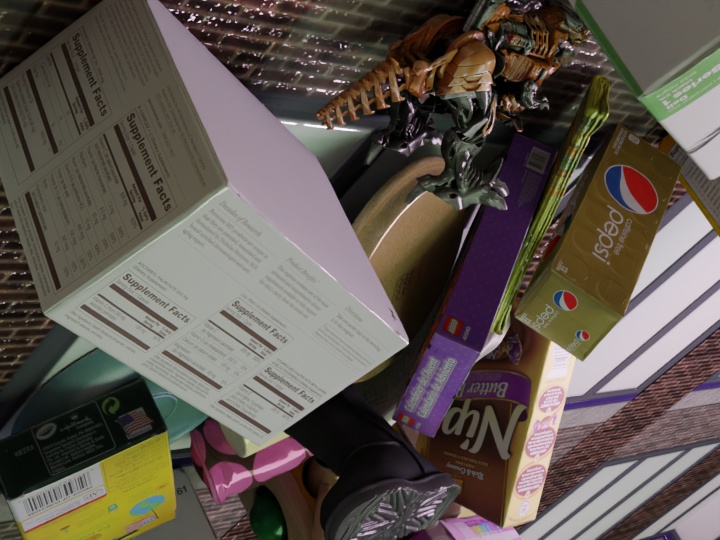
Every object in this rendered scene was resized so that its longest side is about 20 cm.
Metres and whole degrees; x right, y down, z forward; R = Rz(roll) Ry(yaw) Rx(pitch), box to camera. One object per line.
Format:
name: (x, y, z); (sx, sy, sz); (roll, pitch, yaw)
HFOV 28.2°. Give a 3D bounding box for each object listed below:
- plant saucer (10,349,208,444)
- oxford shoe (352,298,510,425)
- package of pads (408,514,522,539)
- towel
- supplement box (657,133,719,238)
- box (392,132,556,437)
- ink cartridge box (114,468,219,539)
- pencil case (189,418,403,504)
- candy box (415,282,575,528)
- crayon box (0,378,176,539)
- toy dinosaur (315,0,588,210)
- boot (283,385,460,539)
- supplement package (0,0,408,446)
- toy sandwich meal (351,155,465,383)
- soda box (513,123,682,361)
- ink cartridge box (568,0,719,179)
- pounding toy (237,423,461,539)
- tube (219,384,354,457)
plant saucer: (-0.178, 0.108, 1.134); (0.199, 0.028, 0.201); (-26, 157, -12)
oxford shoe: (0.059, 0.077, 1.188); (0.200, 0.075, 0.058); (-45, 129, -23)
package of pads: (0.078, 0.286, 1.324); (0.120, 0.076, 0.200); (-43, 161, 11)
towel: (0.144, -0.050, 1.096); (0.086, 0.018, 0.201); (-61, 174, -63)
supplement box: (0.363, -0.074, 1.205); (0.109, 0.201, 0.109); (-18, 155, -27)
box: (0.087, 0.011, 1.098); (0.137, 0.039, 0.201); (110, 4, -55)
ink cartridge box: (-0.209, 0.284, 1.374); (0.144, 0.085, 0.201); (-25, 155, -13)
pencil case: (-0.057, 0.131, 1.262); (0.199, 0.092, 0.094); (-22, -167, -15)
candy box: (0.121, 0.112, 1.276); (0.056, 0.116, 0.202); (-4, 110, -47)
crayon box: (-0.212, 0.168, 1.115); (0.126, 0.051, 0.201); (-23, 155, -17)
toy dinosaur: (0.057, -0.121, 0.916); (0.198, 0.103, 0.137); (-2, 132, -18)
boot: (-0.037, 0.115, 1.063); (0.066, 0.200, 0.164); (-51, 156, 13)
supplement package: (-0.086, -0.025, 0.769); (0.110, 0.156, 0.200); (-34, 144, 10)
toy sandwich meal: (0.000, 0.000, 1.038); (0.205, 0.070, 0.206); (-46, 152, -32)
soda box: (0.192, -0.025, 1.137); (0.201, 0.067, 0.064); (-58, -179, -43)
ink cartridge box: (0.198, -0.156, 0.910); (0.084, 0.147, 0.200); (-35, 156, 15)
pounding toy: (-0.023, 0.214, 1.332); (0.199, 0.185, 0.143); (-16, 153, -30)
tube: (-0.024, 0.093, 1.205); (0.199, 0.052, 0.059); (-26, 114, -23)
